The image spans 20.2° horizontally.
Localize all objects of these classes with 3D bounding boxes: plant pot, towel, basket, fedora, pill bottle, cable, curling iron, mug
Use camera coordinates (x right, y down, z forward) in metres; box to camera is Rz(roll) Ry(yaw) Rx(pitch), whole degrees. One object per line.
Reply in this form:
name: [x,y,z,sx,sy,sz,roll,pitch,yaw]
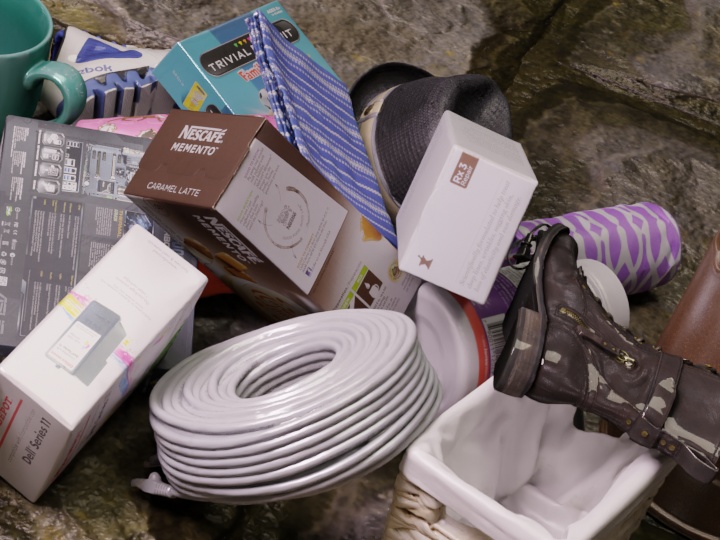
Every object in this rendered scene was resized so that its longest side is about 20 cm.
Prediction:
plant pot: [0.310,0.080,1.561,0.199,0.199,0.201,13,32,-9]
towel: [-0.025,-0.106,1.627,0.145,0.024,0.201,34,31,-50]
basket: [0.116,0.163,1.409,0.135,0.124,0.200,32,36,21]
fedora: [0.076,-0.111,1.759,0.200,0.091,0.202,25,51,-35]
pill bottle: [0.116,0.047,1.593,0.199,0.112,0.111,-12,43,-39]
cable: [-0.046,0.089,1.384,0.199,0.070,0.199,-32,23,-36]
curling iron: [0.146,0.064,1.523,0.049,0.026,0.202,-3,80,-34]
mug: [-0.332,-0.160,1.682,0.151,0.115,0.185,-7,41,-35]

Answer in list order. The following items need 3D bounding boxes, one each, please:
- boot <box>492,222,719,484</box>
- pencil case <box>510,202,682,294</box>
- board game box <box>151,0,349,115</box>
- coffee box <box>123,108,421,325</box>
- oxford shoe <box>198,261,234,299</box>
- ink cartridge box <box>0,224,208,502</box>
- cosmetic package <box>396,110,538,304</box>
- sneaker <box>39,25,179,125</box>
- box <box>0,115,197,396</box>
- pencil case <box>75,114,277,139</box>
boot: [0.188,0.061,1.432,0.173,0.070,0.201,21,38,-1]
pencil case: [0.186,-0.012,1.752,0.199,0.085,0.085,-6,16,-35]
board game box: [-0.065,-0.128,1.755,0.200,0.047,0.151,52,39,5]
coffee box: [-0.062,-0.026,1.487,0.114,0.080,0.200,10,-27,47]
oxford shoe: [-0.134,-0.008,1.616,0.198,0.072,0.073,5,-1,-7]
ink cartridge box: [-0.196,0.075,1.360,0.067,0.117,0.200,38,53,3]
cosmetic package: [0.077,-0.051,1.515,0.074,0.102,0.200,23,12,-6]
sneaker: [-0.213,-0.178,1.798,0.199,0.081,0.115,-21,51,-43]
box: [-0.200,-0.011,1.514,0.156,0.051,0.201,8,59,-13]
pencil case: [-0.136,-0.082,1.644,0.198,0.087,0.083,-2,22,3]
